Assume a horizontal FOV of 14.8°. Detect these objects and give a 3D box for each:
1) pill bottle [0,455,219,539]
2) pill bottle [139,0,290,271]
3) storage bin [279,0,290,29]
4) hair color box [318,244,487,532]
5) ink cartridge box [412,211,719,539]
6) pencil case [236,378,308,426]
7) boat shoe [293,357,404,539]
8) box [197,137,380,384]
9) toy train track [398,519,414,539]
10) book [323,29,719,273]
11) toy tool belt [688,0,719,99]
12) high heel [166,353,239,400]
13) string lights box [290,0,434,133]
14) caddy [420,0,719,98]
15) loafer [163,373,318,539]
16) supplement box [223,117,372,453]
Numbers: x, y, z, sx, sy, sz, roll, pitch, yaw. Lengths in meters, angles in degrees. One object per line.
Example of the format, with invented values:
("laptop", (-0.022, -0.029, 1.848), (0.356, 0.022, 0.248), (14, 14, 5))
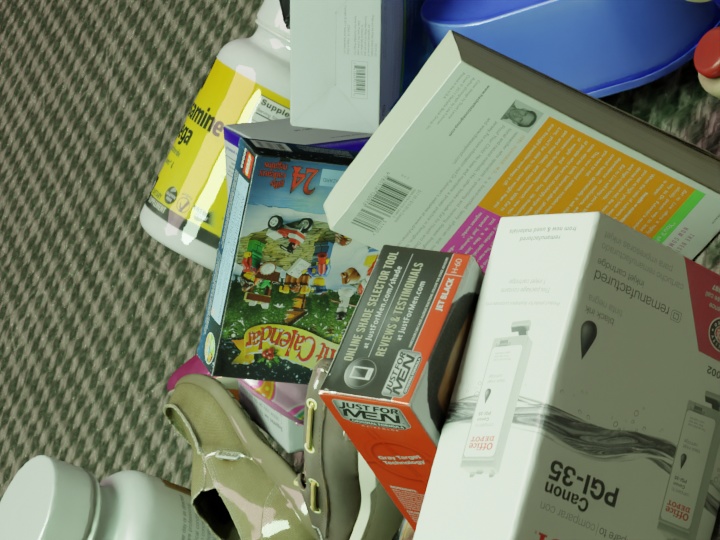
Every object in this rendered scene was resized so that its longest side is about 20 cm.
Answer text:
("pill bottle", (-0.140, 0.197, 1.840), (0.114, 0.200, 0.115), (-42, 35, 40))
("pill bottle", (-0.074, -0.099, 2.055), (0.200, 0.112, 0.112), (-63, 26, 6))
("storage bin", (-0.004, -0.254, 1.994), (0.200, 0.094, 0.136), (-102, 22, -68))
("hair color box", (0.054, 0.084, 1.552), (0.061, 0.200, 0.102), (7, 60, 31))
("ink cartridge box", (0.126, 0.087, 1.489), (0.083, 0.146, 0.200), (-2, 67, 52))
("pencil case", (0.000, 0.000, 1.695), (0.200, 0.087, 0.087), (-53, 28, 5))
("boat shoe", (-0.006, 0.120, 1.648), (0.072, 0.059, 0.200), (-53, -17, -29))
("box", (0.014, 0.002, 1.634), (0.038, 0.199, 0.137), (-134, 52, -64))
("toy train track", (0.023, 0.169, 1.747), (0.115, 0.032, 0.200), (-3, 66, 61))
("book", (0.098, -0.041, 1.585), (0.134, 0.200, 0.048), (-52, 30, 26))
("toy tool belt", (0.218, -0.201, 1.568), (0.200, 0.123, 0.125), (-63, 32, 7))
("high heel", (-0.068, 0.036, 1.975), (0.200, 0.067, 0.096), (-25, 58, 47))
("string lights box", (0.009, -0.164, 1.720), (0.200, 0.059, 0.103), (-55, -32, -66))
("caddy", (0.132, -0.164, 1.692), (0.200, 0.105, 0.142), (-15, 39, 22))
("loafer", (-0.084, 0.134, 1.798), (0.067, 0.076, 0.200), (-38, 36, -9))
("supplement box", (-0.023, 0.005, 1.796), (0.103, 0.101, 0.201), (-150, 55, -64))
